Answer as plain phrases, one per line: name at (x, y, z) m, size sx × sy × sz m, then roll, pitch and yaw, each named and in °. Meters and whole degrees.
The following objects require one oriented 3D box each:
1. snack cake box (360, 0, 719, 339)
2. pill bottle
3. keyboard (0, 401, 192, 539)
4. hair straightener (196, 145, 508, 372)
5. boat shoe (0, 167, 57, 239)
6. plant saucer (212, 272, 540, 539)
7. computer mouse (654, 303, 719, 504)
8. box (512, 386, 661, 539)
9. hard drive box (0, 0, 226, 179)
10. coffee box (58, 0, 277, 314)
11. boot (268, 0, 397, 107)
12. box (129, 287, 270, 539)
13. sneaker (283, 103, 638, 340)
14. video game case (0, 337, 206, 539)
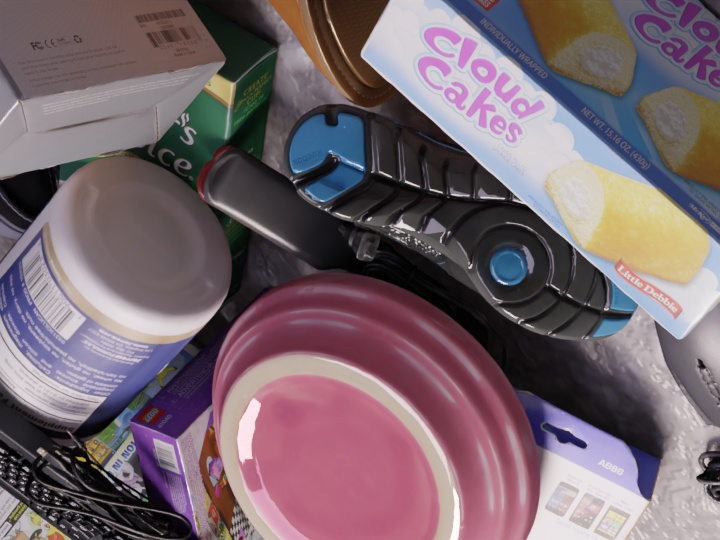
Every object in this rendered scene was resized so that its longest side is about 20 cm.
snack cake box at (0.113, -0.080, 1.083) m, size 0.200 × 0.115 × 0.067 m, roll 41°, pitch 142°, yaw 6°
pill bottle at (-0.166, 0.033, 1.356) m, size 0.111 × 0.111 × 0.200 m, roll 46°, pitch 132°, yaw 0°
keyboard at (-0.174, 0.132, 1.343) m, size 0.200 × 0.040 × 0.104 m, roll 38°, pitch 145°, yaw -15°
hair straightener at (0.000, 0.000, 1.276) m, size 0.199 × 0.041 × 0.077 m, roll 37°, pitch 179°, yaw -8°
boat shoe at (-0.224, -0.111, 1.423) m, size 0.066 × 0.070 × 0.201 m, roll -2°, pitch 114°, yaw 46°
plant saucer at (-0.001, 0.101, 1.280) m, size 0.199 × 0.051 × 0.202 m, roll 16°, pitch 125°, yaw 25°
computer mouse at (0.208, 0.059, 1.170) m, size 0.140 × 0.046 × 0.201 m, roll 14°, pitch 131°, yaw 37°
box at (0.083, 0.140, 1.324) m, size 0.118 × 0.042 × 0.201 m, roll 26°, pitch 127°, yaw -1°
hard drive box at (-0.189, -0.155, 1.225) m, size 0.077 × 0.155 × 0.201 m, roll -44°, pitch 72°, yaw 37°
coffee box at (-0.116, -0.074, 1.364) m, size 0.123 × 0.044 × 0.201 m, roll 34°, pitch 140°, yaw 18°
boot at (-0.061, -0.175, 1.213) m, size 0.154 × 0.074 × 0.201 m, roll 6°, pitch 128°, yaw 50°
box at (-0.068, 0.131, 1.424) m, size 0.039 × 0.137 × 0.201 m, roll 17°, pitch 133°, yaw 31°
sneaker at (0.057, -0.033, 1.228) m, size 0.199 × 0.082 × 0.074 m, roll 30°, pitch 98°, yaw 0°
video game case at (-0.183, 0.105, 1.471) m, size 0.182 × 0.200 × 0.022 m, roll 38°, pitch -174°, yaw -7°
